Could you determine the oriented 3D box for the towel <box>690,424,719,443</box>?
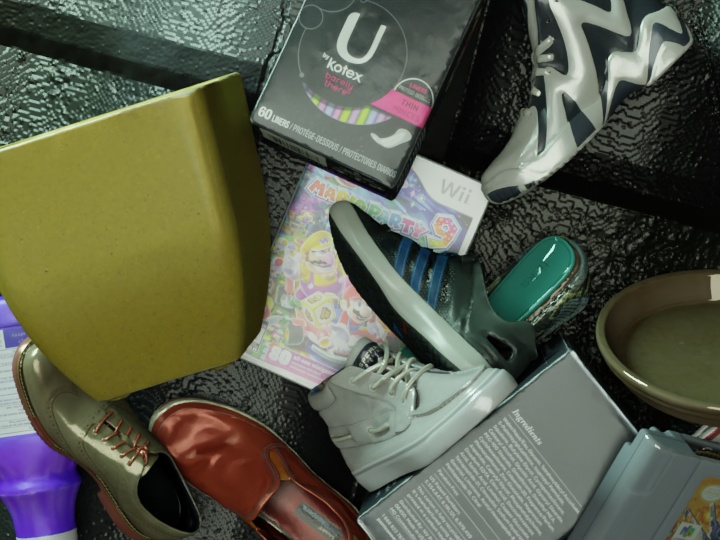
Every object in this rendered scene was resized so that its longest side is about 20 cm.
[{"bbox_3d":[0.270,0.196,1.478,0.144,0.023,0.200,-40,125,3],"label":"towel"}]

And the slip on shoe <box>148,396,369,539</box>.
[{"bbox_3d":[-0.078,0.166,1.534,0.200,0.061,0.074,37,96,3],"label":"slip on shoe"}]

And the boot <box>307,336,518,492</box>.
[{"bbox_3d":[0.027,0.088,1.411,0.096,0.200,0.073,51,53,-1],"label":"boot"}]

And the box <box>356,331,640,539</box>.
[{"bbox_3d":[0.108,0.152,1.477,0.200,0.148,0.107,-39,90,5],"label":"box"}]

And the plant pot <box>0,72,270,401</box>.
[{"bbox_3d":[-0.163,-0.019,1.470,0.193,0.196,0.201,-16,98,8],"label":"plant pot"}]

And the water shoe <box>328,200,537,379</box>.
[{"bbox_3d":[0.054,0.014,1.483,0.079,0.072,0.200,-33,64,-15],"label":"water shoe"}]

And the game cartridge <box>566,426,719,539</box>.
[{"bbox_3d":[0.249,0.188,1.426,0.199,0.042,0.134,15,110,-30],"label":"game cartridge"}]

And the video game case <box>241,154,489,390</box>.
[{"bbox_3d":[0.000,0.000,1.542,0.143,0.018,0.201,23,94,3],"label":"video game case"}]

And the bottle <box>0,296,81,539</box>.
[{"bbox_3d":[-0.256,0.118,1.541,0.083,0.065,0.201,-8,92,9],"label":"bottle"}]

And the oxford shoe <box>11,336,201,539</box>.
[{"bbox_3d":[-0.184,0.124,1.499,0.071,0.075,0.200,-52,120,-29],"label":"oxford shoe"}]

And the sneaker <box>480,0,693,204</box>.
[{"bbox_3d":[0.139,-0.154,1.496,0.199,0.079,0.130,-43,88,4],"label":"sneaker"}]

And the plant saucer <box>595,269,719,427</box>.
[{"bbox_3d":[0.271,0.058,1.450,0.199,0.200,0.030,2,120,4],"label":"plant saucer"}]

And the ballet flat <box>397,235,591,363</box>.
[{"bbox_3d":[0.098,0.056,1.514,0.200,0.074,0.074,-38,90,5],"label":"ballet flat"}]

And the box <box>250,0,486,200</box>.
[{"bbox_3d":[0.013,-0.169,1.480,0.122,0.106,0.201,24,87,2],"label":"box"}]
